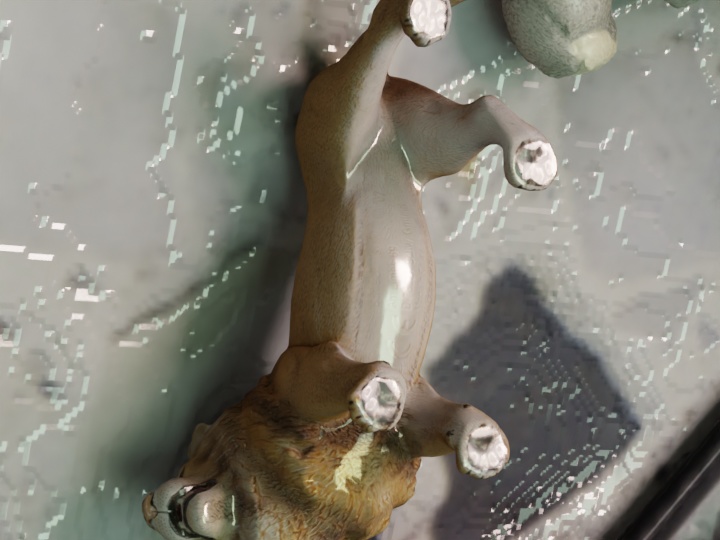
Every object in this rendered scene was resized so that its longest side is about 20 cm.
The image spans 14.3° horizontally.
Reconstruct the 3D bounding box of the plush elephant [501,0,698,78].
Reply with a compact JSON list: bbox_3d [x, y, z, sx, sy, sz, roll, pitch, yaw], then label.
[{"bbox_3d":[0.155,-0.121,0.853,0.200,0.155,0.165,-51,170,-23],"label":"plush elephant"}]

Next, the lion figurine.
[{"bbox_3d":[0.000,0.000,0.857,0.072,0.122,0.201,19,82,-24],"label":"lion figurine"}]

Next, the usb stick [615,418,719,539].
[{"bbox_3d":[0.147,0.061,0.995,0.200,0.033,0.055,-49,130,-7],"label":"usb stick"}]
